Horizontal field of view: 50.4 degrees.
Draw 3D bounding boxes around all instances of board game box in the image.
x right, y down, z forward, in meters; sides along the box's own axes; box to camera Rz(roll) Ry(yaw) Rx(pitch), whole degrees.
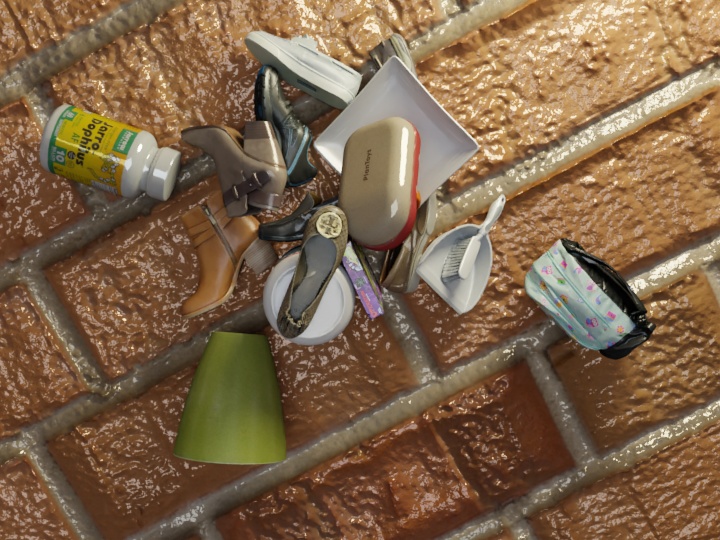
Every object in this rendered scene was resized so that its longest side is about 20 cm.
[{"bbox_3d":[0.000,0.000,1.217,0.032,0.200,0.121,-29,97,4],"label":"board game box"}]

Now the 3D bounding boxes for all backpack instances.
[{"bbox_3d":[0.369,0.045,1.256,0.200,0.167,0.127,44,101,0],"label":"backpack"}]

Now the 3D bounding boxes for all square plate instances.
[{"bbox_3d":[0.055,-0.199,1.220,0.198,0.028,0.200,47,112,2],"label":"square plate"}]

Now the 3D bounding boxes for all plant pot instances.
[{"bbox_3d":[-0.208,0.205,1.270,0.185,0.187,0.202,4,83,-1],"label":"plant pot"}]

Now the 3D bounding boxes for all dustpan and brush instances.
[{"bbox_3d":[0.187,-0.045,1.278,0.139,0.057,0.201,42,62,-30],"label":"dustpan and brush"}]

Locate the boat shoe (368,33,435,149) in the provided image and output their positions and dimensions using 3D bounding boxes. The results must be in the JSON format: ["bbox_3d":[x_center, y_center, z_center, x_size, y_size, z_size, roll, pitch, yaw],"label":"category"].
[{"bbox_3d":[0.070,-0.280,1.248,0.073,0.074,0.202,-20,90,11],"label":"boat shoe"}]

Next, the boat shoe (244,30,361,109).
[{"bbox_3d":[-0.089,-0.339,1.240,0.200,0.070,0.072,30,77,-4],"label":"boat shoe"}]

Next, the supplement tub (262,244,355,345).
[{"bbox_3d":[-0.078,0.031,1.219,0.139,0.200,0.142,0,98,-1],"label":"supplement tub"}]

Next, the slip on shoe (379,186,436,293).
[{"bbox_3d":[0.075,-0.061,1.271,0.060,0.076,0.202,6,106,-23],"label":"slip on shoe"}]

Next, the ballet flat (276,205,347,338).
[{"bbox_3d":[-0.070,0.004,1.091,0.067,0.046,0.202,23,95,-5],"label":"ballet flat"}]

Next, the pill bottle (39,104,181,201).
[{"bbox_3d":[-0.396,-0.182,1.228,0.198,0.113,0.114,19,98,-3],"label":"pill bottle"}]

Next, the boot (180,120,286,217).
[{"bbox_3d":[-0.206,-0.159,1.224,0.198,0.070,0.148,1,94,31],"label":"boot"}]

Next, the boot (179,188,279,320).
[{"bbox_3d":[-0.253,-0.026,1.269,0.199,0.077,0.156,-37,99,2],"label":"boot"}]

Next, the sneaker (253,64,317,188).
[{"bbox_3d":[-0.125,-0.236,1.255,0.081,0.073,0.202,-13,104,-16],"label":"sneaker"}]

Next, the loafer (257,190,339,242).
[{"bbox_3d":[-0.074,-0.094,1.237,0.198,0.073,0.073,-12,103,5],"label":"loafer"}]

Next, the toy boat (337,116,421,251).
[{"bbox_3d":[0.046,-0.122,1.166,0.130,0.130,0.202,-11,62,36],"label":"toy boat"}]
